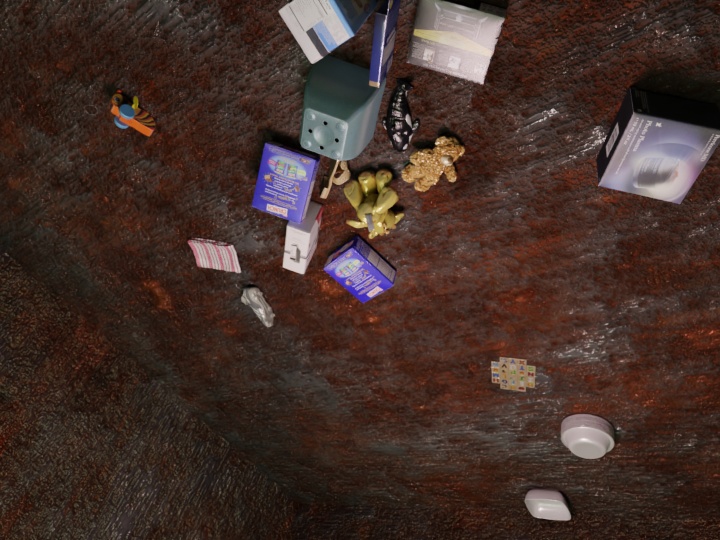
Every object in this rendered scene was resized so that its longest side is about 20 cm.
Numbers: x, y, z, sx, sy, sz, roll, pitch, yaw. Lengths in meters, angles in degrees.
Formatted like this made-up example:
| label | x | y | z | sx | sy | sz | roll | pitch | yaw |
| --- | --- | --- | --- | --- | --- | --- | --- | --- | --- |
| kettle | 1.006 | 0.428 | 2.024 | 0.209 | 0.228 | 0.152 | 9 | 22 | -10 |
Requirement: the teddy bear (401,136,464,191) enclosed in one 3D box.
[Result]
| label | x | y | z | sx | sy | sz | roll | pitch | yaw |
| --- | --- | --- | --- | --- | --- | --- | --- | --- | --- |
| teddy bear | 0.201 | -0.288 | 1.462 | 0.197 | 0.067 | 0.145 | -17 | 127 | 36 |

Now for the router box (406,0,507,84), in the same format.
| label | x | y | z | sx | sy | sz | roll | pitch | yaw |
| --- | --- | --- | --- | --- | --- | --- | --- | --- | --- |
| router box | 0.218 | -0.539 | 1.212 | 0.196 | 0.053 | 0.159 | 19 | 138 | 5 |

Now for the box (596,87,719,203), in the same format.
| label | x | y | z | sx | sy | sz | roll | pitch | yaw |
| --- | --- | --- | --- | --- | --- | --- | --- | --- | --- |
| box | 0.683 | -0.286 | 1.213 | 0.194 | 0.125 | 0.202 | 14 | 137 | 8 |

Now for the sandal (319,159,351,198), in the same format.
| label | x | y | z | sx | sy | sz | roll | pitch | yaw |
| --- | --- | --- | --- | --- | --- | --- | --- | --- | --- |
| sandal | -0.064 | -0.291 | 1.587 | 0.068 | 0.079 | 0.212 | 10 | 146 | -16 |

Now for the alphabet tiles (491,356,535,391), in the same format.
| label | x | y | z | sx | sy | sz | roll | pitch | yaw |
| --- | --- | --- | --- | --- | --- | --- | --- | --- | --- |
| alphabet tiles | 0.590 | 0.402 | 2.029 | 0.163 | 0.006 | 0.202 | 4 | 134 | 20 |

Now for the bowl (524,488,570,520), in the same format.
| label | x | y | z | sx | sy | sz | roll | pitch | yaw |
| --- | --- | --- | --- | --- | --- | --- | --- | --- | --- |
| bowl | 0.920 | 1.138 | 2.573 | 0.197 | 0.075 | 0.201 | -9 | 129 | 32 |

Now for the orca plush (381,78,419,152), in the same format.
| label | x | y | z | sx | sy | sz | roll | pitch | yaw |
| --- | --- | --- | --- | --- | --- | --- | --- | --- | --- |
| orca plush | 0.107 | -0.394 | 1.392 | 0.103 | 0.072 | 0.202 | 21 | 138 | 2 |

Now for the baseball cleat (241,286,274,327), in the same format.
| label | x | y | z | sx | sy | sz | roll | pitch | yaw |
| --- | --- | --- | --- | --- | --- | --- | --- | --- | --- |
| baseball cleat | -0.429 | 0.147 | 2.185 | 0.105 | 0.070 | 0.203 | 3 | 125 | 30 |

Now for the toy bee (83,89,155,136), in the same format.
| label | x | y | z | sx | sy | sz | roll | pitch | yaw |
| --- | --- | --- | --- | --- | --- | --- | --- | --- | --- |
| toy bee | -0.736 | -0.510 | 1.640 | 0.129 | 0.111 | 0.199 | -17 | 150 | 25 |

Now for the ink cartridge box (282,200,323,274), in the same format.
| label | x | y | z | sx | sy | sz | roll | pitch | yaw |
| --- | --- | --- | --- | --- | --- | --- | --- | --- | --- |
| ink cartridge box | -0.192 | -0.113 | 1.750 | 0.081 | 0.148 | 0.202 | 18 | 139 | 2 |

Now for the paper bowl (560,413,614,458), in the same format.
| label | x | y | z | sx | sy | sz | roll | pitch | yaw |
| --- | --- | --- | --- | --- | --- | --- | --- | --- | --- |
| paper bowl | 0.902 | 0.669 | 2.089 | 0.197 | 0.105 | 0.203 | 13 | 137 | 13 |

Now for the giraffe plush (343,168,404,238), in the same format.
| label | x | y | z | sx | sy | sz | roll | pitch | yaw |
| --- | --- | --- | --- | --- | --- | --- | --- | --- | --- |
| giraffe plush | 0.054 | -0.181 | 1.585 | 0.169 | 0.204 | 0.162 | -6 | 160 | 23 |

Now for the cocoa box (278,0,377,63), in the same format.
| label | x | y | z | sx | sy | sz | roll | pitch | yaw |
| --- | --- | --- | --- | --- | --- | --- | --- | --- | --- |
| cocoa box | -0.066 | -0.590 | 1.176 | 0.129 | 0.202 | 0.134 | -17 | 125 | 35 |

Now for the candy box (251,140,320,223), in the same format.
| label | x | y | z | sx | sy | sz | roll | pitch | yaw |
| --- | --- | --- | --- | --- | --- | --- | --- | --- | --- |
| candy box | -0.228 | -0.269 | 1.604 | 0.166 | 0.077 | 0.204 | 20 | 109 | 4 |

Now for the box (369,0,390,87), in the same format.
| label | x | y | z | sx | sy | sz | roll | pitch | yaw |
| --- | --- | --- | --- | --- | --- | --- | --- | --- | --- |
| box | 0.058 | -0.550 | 1.221 | 0.032 | 0.122 | 0.202 | 16 | 137 | 7 |

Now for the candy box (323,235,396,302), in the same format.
| label | x | y | z | sx | sy | sz | roll | pitch | yaw |
| --- | --- | --- | --- | --- | --- | --- | --- | --- | --- |
| candy box | 0.000 | 0.000 | 1.820 | 0.200 | 0.078 | 0.168 | 42 | 133 | -18 |

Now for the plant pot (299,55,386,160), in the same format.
| label | x | y | z | sx | sy | sz | roll | pitch | yaw |
| --- | --- | --- | --- | --- | --- | --- | --- | --- | --- |
| plant pot | -0.066 | -0.402 | 1.365 | 0.192 | 0.202 | 0.198 | 20 | 138 | 4 |

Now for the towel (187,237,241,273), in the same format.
| label | x | y | z | sx | sy | sz | roll | pitch | yaw |
| --- | --- | --- | --- | --- | --- | --- | --- | --- | --- |
| towel | -0.571 | -0.055 | 2.060 | 0.196 | 0.030 | 0.148 | 9 | 136 | 15 |
